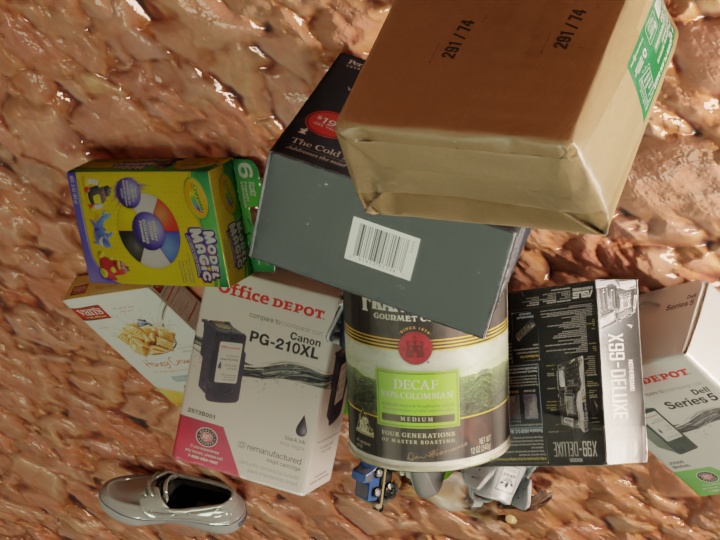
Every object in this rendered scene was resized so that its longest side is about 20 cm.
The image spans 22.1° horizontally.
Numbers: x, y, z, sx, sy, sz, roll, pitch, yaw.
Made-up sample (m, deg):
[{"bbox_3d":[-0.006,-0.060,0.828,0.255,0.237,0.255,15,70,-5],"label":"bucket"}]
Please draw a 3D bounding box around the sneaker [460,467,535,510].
[{"bbox_3d":[0.166,0.168,1.807,0.075,0.115,0.200,24,152,-23],"label":"sneaker"}]

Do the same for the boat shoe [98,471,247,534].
[{"bbox_3d":[-0.240,0.280,2.319,0.199,0.074,0.066,2,140,14],"label":"boat shoe"}]

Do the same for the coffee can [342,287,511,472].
[{"bbox_3d":[0.057,0.055,1.596,0.146,0.146,0.201,5,107,28],"label":"coffee can"}]

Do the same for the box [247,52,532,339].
[{"bbox_3d":[0.039,-0.064,1.457,0.199,0.182,0.105,19,124,7],"label":"box"}]

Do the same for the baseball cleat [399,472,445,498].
[{"bbox_3d":[0.095,0.140,1.803,0.106,0.070,0.201,8,117,15],"label":"baseball cleat"}]

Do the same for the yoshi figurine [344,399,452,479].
[{"bbox_3d":[0.039,0.149,1.885,0.112,0.112,0.200,-16,135,38],"label":"yoshi figurine"}]

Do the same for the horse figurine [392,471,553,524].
[{"bbox_3d":[0.104,0.238,2.009,0.199,0.050,0.133,15,175,-3],"label":"horse figurine"}]

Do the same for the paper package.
[{"bbox_3d":[0.108,-0.135,1.304,0.190,0.201,0.104,7,145,26],"label":"paper package"}]

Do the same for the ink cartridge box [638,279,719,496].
[{"bbox_3d":[0.309,0.109,1.658,0.200,0.084,0.145,40,146,-25],"label":"ink cartridge box"}]

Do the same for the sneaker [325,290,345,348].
[{"bbox_3d":[0.000,0.000,1.674,0.070,0.109,0.200,6,145,25],"label":"sneaker"}]

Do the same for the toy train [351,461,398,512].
[{"bbox_3d":[0.020,0.143,1.821,0.046,0.201,0.034,-4,-165,-39],"label":"toy train"}]

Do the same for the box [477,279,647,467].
[{"bbox_3d":[0.167,0.094,1.632,0.050,0.159,0.200,0,174,-33],"label":"box"}]

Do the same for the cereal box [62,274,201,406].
[{"bbox_3d":[-0.208,0.072,1.994,0.143,0.040,0.200,-9,136,42],"label":"cereal box"}]

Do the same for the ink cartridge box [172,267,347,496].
[{"bbox_3d":[-0.088,0.099,1.794,0.144,0.201,0.084,14,-170,17],"label":"ink cartridge box"}]

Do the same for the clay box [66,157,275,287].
[{"bbox_3d":[-0.178,-0.046,1.737,0.199,0.048,0.116,1,110,34],"label":"clay box"}]
